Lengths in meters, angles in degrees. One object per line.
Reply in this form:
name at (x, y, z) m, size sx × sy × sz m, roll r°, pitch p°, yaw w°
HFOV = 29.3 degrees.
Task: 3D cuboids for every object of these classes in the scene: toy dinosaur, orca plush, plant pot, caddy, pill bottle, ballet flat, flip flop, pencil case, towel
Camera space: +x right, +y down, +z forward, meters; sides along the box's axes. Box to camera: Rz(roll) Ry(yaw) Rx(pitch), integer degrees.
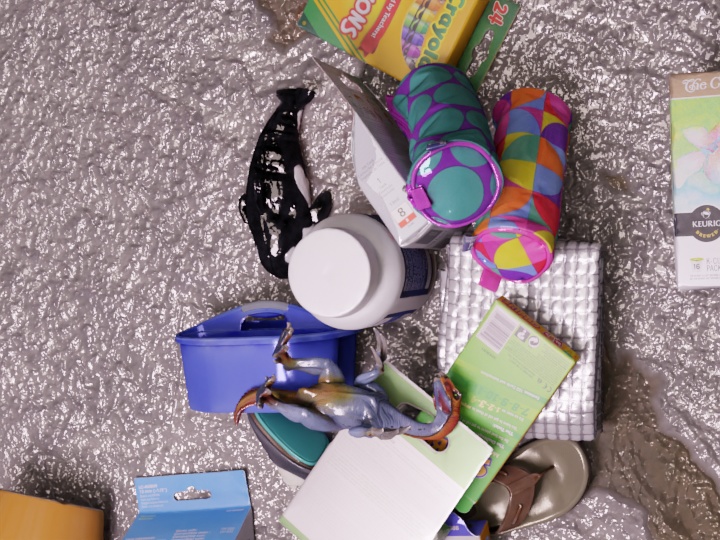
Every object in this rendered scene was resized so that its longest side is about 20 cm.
toy dinosaur at (-0.002, 0.118, 1.310) m, size 0.180 × 0.200 × 0.106 m, roll 25°, pitch 68°, yaw -14°
orca plush at (-0.083, -0.093, 1.450) m, size 0.104 × 0.071 × 0.203 m, roll 19°, pitch 97°, yaw 17°
plant pot at (-0.361, 0.340, 1.501) m, size 0.198 × 0.200 × 0.186 m, roll 8°, pitch 79°, yaw 18°
caddy at (-0.094, 0.084, 1.422) m, size 0.197 × 0.141 × 0.107 m, roll -3°, pitch 94°, yaw 17°
pill bottle at (0.000, 0.000, 1.357) m, size 0.109 × 0.200 × 0.113 m, roll 0°, pitch 91°, yaw 17°
ballet flat at (-0.041, 0.212, 1.447) m, size 0.198 × 0.073 × 0.074 m, roll 28°, pitch 100°, yaw 9°
flip flop at (0.141, 0.228, 1.390) m, size 0.198 × 0.057 × 0.082 m, roll -22°, pitch 85°, yaw 18°
pencil case at (0.152, -0.081, 1.316) m, size 0.087 × 0.089 × 0.202 m, roll 3°, pitch 51°, yaw 18°
towel at (0.162, 0.063, 1.369) m, size 0.163 × 0.085 × 0.203 m, roll 2°, pitch 93°, yaw 20°
pencil case at (0.077, -0.123, 1.298) m, size 0.091 × 0.201 × 0.086 m, roll -11°, pitch 119°, yaw 3°

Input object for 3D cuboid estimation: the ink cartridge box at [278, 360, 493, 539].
ink cartridge box at (0.029, 0.211, 1.351) m, size 0.145 × 0.048 × 0.201 m, roll 38°, pitch 101°, yaw 21°

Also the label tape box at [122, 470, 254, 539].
label tape box at (-0.187, 0.326, 1.498) m, size 0.141 × 0.066 × 0.203 m, roll -6°, pitch 91°, yaw 18°

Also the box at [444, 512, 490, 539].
box at (0.081, 0.332, 1.398) m, size 0.117 × 0.041 × 0.203 m, roll -4°, pitch 103°, yaw 20°

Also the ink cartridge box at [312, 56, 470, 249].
ink cartridge box at (0.019, -0.111, 1.368) m, size 0.050 × 0.162 × 0.201 m, roll -41°, pitch 79°, yaw 13°

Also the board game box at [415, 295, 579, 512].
board game box at (0.118, 0.132, 1.326) m, size 0.095 × 0.030 × 0.201 m, roll 38°, pitch 112°, yaw 13°

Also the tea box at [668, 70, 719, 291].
tea box at (0.389, -0.084, 1.261) m, size 0.197 × 0.133 × 0.200 m, roll -3°, pitch 90°, yaw 18°

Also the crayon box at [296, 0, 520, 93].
crayon box at (0.049, -0.263, 1.413) m, size 0.198 × 0.051 × 0.128 m, roll 29°, pitch 99°, yaw 15°
